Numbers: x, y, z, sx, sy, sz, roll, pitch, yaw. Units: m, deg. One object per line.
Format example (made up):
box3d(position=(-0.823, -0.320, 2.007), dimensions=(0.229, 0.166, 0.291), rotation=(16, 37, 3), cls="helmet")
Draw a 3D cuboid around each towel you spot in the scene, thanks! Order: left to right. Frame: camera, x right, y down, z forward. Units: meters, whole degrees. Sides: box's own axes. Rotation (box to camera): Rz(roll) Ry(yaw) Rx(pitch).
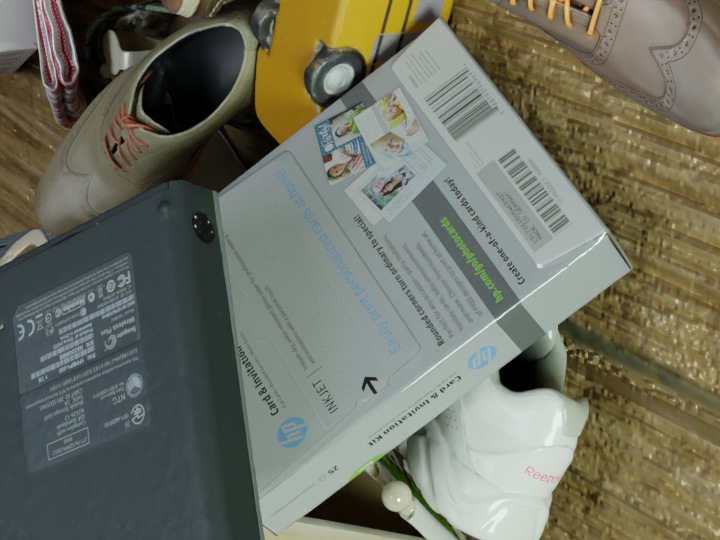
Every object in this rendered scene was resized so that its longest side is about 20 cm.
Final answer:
box3d(position=(-0.188, -0.170, 1.165), dimensions=(0.200, 0.030, 0.147), rotation=(158, 106, -83), cls="towel")

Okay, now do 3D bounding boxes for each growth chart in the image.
box3d(position=(0.005, 0.079, 0.916), dimensions=(0.018, 0.145, 0.200), rotation=(-40, 51, 4), cls="growth chart")

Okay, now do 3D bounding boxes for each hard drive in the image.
box3d(position=(-0.109, 0.077, 0.818), dimensions=(0.139, 0.033, 0.200), rotation=(-24, 64, 33), cls="hard drive")

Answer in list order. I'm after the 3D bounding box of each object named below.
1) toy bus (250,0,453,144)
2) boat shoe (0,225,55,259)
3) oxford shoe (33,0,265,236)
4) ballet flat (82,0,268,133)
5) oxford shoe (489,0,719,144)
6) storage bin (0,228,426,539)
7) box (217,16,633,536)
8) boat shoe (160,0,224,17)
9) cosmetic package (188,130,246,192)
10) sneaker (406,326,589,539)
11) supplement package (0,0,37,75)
box3d(position=(0.003, -0.142, 0.895), dimensions=(0.065, 0.078, 0.200), rotation=(48, 134, 41), cls="toy bus")
box3d(position=(-0.220, 0.006, 1.292), dimensions=(0.200, 0.072, 0.062), rotation=(-4, 118, 60), cls="boat shoe")
box3d(position=(-0.115, -0.081, 0.992), dimensions=(0.200, 0.075, 0.070), rotation=(-41, 83, 26), cls="oxford shoe")
box3d(position=(-0.097, -0.116, 1.063), dimensions=(0.200, 0.074, 0.074), rotation=(16, 110, 54), cls="ballet flat")
box3d(position=(0.093, -0.111, 0.770), dimensions=(0.200, 0.073, 0.071), rotation=(47, 133, 41), cls="oxford shoe")
box3d(position=(-0.084, 0.087, 0.949), dimensions=(0.094, 0.200, 0.199), rotation=(-48, 54, 19), cls="storage bin")
box3d(position=(0.000, 0.000, 0.849), dimensions=(0.200, 0.041, 0.156), rotation=(-37, 53, 4), cls="box")
box3d(position=(-0.031, -0.207, 0.913), dimensions=(0.203, 0.075, 0.075), rotation=(-62, 25, 24), cls="boat shoe")
box3d(position=(-0.131, 0.008, 1.135), dimensions=(0.104, 0.073, 0.200), rotation=(57, 139, 31), cls="cosmetic package")
box3d(position=(0.050, 0.035, 0.884), dimensions=(0.099, 0.078, 0.200), rotation=(-56, 44, 18), cls="sneaker")
box3d(position=(-0.302, -0.204, 1.231), dimensions=(0.200, 0.150, 0.152), rotation=(-178, 80, -75), cls="supplement package")
